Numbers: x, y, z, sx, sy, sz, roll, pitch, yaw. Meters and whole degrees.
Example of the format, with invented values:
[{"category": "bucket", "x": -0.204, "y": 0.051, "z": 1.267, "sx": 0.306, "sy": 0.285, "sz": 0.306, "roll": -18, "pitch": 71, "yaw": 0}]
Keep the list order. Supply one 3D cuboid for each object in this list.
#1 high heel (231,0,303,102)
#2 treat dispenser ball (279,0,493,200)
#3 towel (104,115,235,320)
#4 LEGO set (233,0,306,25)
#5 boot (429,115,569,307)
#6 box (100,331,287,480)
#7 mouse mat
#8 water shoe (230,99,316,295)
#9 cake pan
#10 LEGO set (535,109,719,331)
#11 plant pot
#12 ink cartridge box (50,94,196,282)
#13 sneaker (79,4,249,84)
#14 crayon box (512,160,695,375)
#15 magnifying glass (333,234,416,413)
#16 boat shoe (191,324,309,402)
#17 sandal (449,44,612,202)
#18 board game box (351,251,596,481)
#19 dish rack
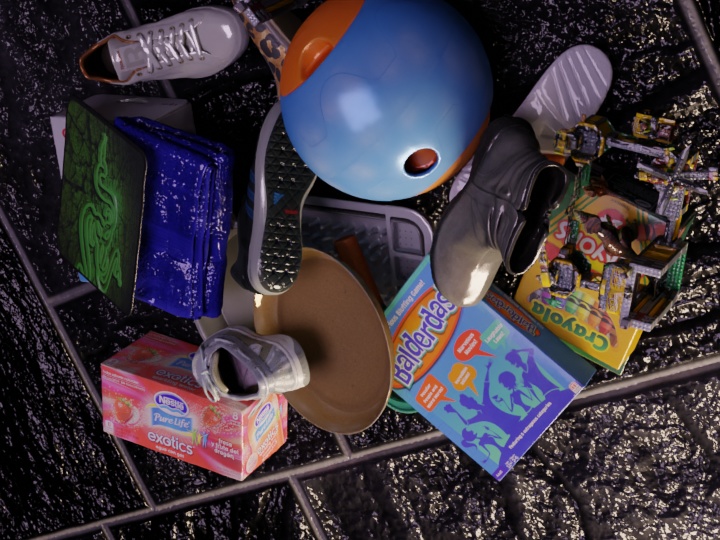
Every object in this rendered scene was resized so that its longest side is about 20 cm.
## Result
[{"category": "high heel", "x": -0.096, "y": -0.185, "z": 1.520, "sx": 0.200, "sy": 0.071, "sz": 0.142, "roll": 47, "pitch": 121, "yaw": -7}, {"category": "treat dispenser ball", "x": 0.024, "y": -0.166, "z": 1.379, "sx": 0.200, "sy": 0.201, "sz": 0.202, "roll": 13, "pitch": 118, "yaw": 25}, {"category": "towel", "x": -0.207, "y": -0.053, "z": 1.562, "sx": 0.147, "sy": 0.050, "sz": 0.201, "roll": 18, "pitch": 119, "yaw": 18}, {"category": "LEGO set", "x": -0.073, "y": -0.329, "z": 1.402, "sx": 0.200, "sy": 0.116, "sz": 0.154, "roll": -27, "pitch": 97, "yaw": 35}, {"category": "boot", "x": 0.121, "y": -0.031, "z": 1.330, "sx": 0.067, "sy": 0.131, "sz": 0.201, "roll": 10, "pitch": 118, "yaw": -16}, {"category": "box", "x": -0.192, "y": 0.154, "z": 1.718, "sx": 0.199, "sy": 0.103, "sz": 0.095, "roll": 16, "pitch": 119, "yaw": 25}, {"category": "mouse mat", "x": -0.280, "y": -0.069, "z": 1.586, "sx": 0.161, "sy": 0.008, "sz": 0.201, "roll": 37, "pitch": 129, "yaw": 38}, {"category": "water shoe", "x": -0.094, "y": -0.077, "z": 1.473, "sx": 0.079, "sy": 0.071, "sz": 0.201, "roll": 3, "pitch": 82, "yaw": 53}, {"category": "cake pan", "x": -0.095, "y": 0.036, "z": 1.594, "sx": 0.199, "sy": 0.037, "sz": 0.201, "roll": 13, "pitch": 118, "yaw": 26}, {"category": "LEGO set", "x": 0.222, "y": -0.038, "z": 1.310, "sx": 0.153, "sy": 0.116, "sz": 0.201, "roll": 23, "pitch": 114, "yaw": 19}, {"category": "plant pot", "x": -0.033, "y": 0.068, "z": 1.506, "sx": 0.200, "sy": 0.027, "sz": 0.201, "roll": 22, "pitch": 122, "yaw": 40}, {"category": "ink cartridge box", "x": -0.253, "y": -0.088, "z": 1.653, "sx": 0.144, "sy": 0.085, "sz": 0.201, "roll": 5, "pitch": 113, "yaw": 28}, {"category": "sneaker", "x": -0.211, "y": -0.228, "z": 1.564, "sx": 0.199, "sy": 0.085, "sz": 0.073, "roll": -9, "pitch": 105, "yaw": 32}, {"category": "crayon box", "x": 0.227, "y": 0.006, "z": 1.432, "sx": 0.127, "sy": 0.051, "sz": 0.201, "roll": 27, "pitch": 124, "yaw": 17}, {"category": "magnifying glass", "x": 0.021, "y": 0.057, "z": 1.544, "sx": 0.079, "sy": 0.022, "sz": 0.201, "roll": -14, "pitch": 103, "yaw": 35}, {"category": "boat shoe", "x": -0.129, "y": 0.103, "z": 1.554, "sx": 0.202, "sy": 0.065, "sz": 0.075, "roll": 2, "pitch": 109, "yaw": 55}, {"category": "sandal", "x": 0.169, "y": -0.123, "z": 1.408, "sx": 0.079, "sy": 0.059, "sz": 0.207, "roll": 39, "pitch": 105, "yaw": 2}, {"category": "board game box", "x": 0.110, "y": 0.091, "z": 1.476, "sx": 0.200, "sy": 0.045, "sz": 0.152, "roll": 40, "pitch": 122, "yaw": 7}, {"category": "dish rack", "x": 0.000, "y": 0.000, "z": 1.569, "sx": 0.199, "sy": 0.044, "sz": 0.173, "roll": 8, "pitch": 116, "yaw": 27}]
